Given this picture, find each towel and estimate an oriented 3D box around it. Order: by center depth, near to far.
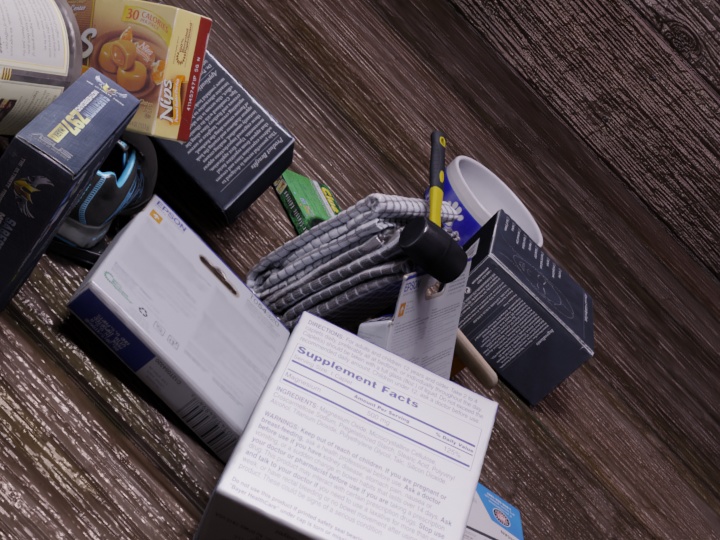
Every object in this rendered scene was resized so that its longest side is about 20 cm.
[{"bbox_3d":[0.000,0.000,1.178,0.165,0.199,0.086,0,65,-60],"label":"towel"}]

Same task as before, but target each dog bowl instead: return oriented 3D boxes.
[{"bbox_3d":[0.200,-0.088,1.827,0.200,0.079,0.201,38,24,-20],"label":"dog bowl"}]

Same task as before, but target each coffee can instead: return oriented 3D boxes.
[{"bbox_3d":[-0.356,-0.189,0.947,0.147,0.146,0.200,52,23,15],"label":"coffee can"}]

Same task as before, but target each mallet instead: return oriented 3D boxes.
[{"bbox_3d":[0.082,-0.067,1.123,0.066,0.041,0.201,44,33,-22],"label":"mallet"}]

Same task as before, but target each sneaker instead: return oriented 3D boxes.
[{"bbox_3d":[-0.224,-0.093,1.047,0.073,0.082,0.200,33,26,-10],"label":"sneaker"}]

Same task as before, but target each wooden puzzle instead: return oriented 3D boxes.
[{"bbox_3d":[0.076,0.054,1.363,0.186,0.046,0.200,50,2,-16],"label":"wooden puzzle"}]

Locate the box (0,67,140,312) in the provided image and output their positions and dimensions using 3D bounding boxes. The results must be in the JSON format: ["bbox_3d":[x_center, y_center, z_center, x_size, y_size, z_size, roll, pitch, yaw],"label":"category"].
[{"bbox_3d":[-0.246,-0.037,0.814,0.051,0.200,0.158,34,24,-12],"label":"box"}]

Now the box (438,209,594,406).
[{"bbox_3d":[0.219,0.048,1.575,0.196,0.124,0.200,42,22,-6],"label":"box"}]

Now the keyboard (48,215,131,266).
[{"bbox_3d":[-0.271,-0.078,1.075,0.126,0.021,0.201,19,35,-38],"label":"keyboard"}]

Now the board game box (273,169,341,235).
[{"bbox_3d":[-0.040,-0.043,1.411,0.104,0.023,0.201,17,36,-47],"label":"board game box"}]

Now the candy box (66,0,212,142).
[{"bbox_3d":[-0.240,-0.197,1.051,0.199,0.117,0.055,17,6,30],"label":"candy box"}]

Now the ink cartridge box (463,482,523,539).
[{"bbox_3d":[0.077,0.273,1.005,0.144,0.084,0.201,36,26,-19],"label":"ink cartridge box"}]

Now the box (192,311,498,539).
[{"bbox_3d":[-0.010,0.163,0.886,0.183,0.105,0.201,26,43,0],"label":"box"}]

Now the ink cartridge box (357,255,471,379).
[{"bbox_3d":[0.048,0.086,1.145,0.040,0.202,0.199,15,11,23],"label":"ink cartridge box"}]

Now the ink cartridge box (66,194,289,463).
[{"bbox_3d":[-0.156,0.047,1.018,0.196,0.043,0.200,47,20,-14],"label":"ink cartridge box"}]

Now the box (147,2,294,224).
[{"bbox_3d":[-0.175,-0.161,1.198,0.200,0.107,0.148,46,-6,-1],"label":"box"}]
